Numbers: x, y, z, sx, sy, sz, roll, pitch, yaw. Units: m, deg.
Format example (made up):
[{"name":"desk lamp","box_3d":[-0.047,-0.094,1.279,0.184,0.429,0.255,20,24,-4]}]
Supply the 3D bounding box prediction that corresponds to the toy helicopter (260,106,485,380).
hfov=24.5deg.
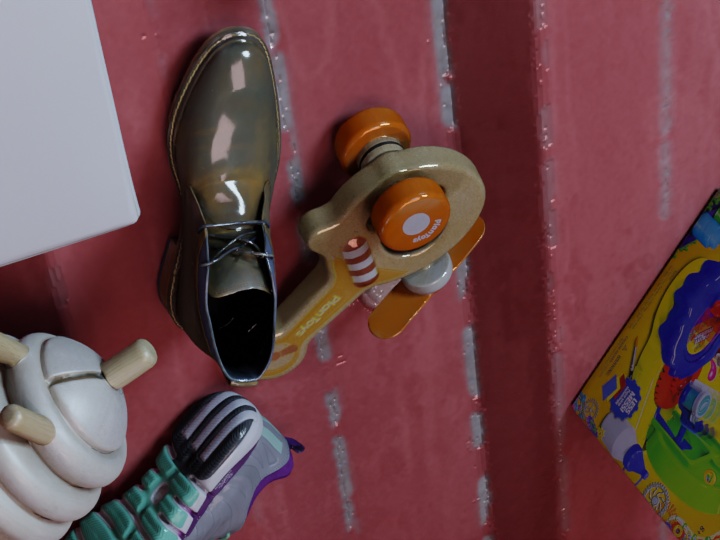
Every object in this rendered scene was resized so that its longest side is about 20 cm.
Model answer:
[{"name":"toy helicopter","box_3d":[0.000,0.000,1.039,0.200,0.079,0.132,-44,141,20]}]

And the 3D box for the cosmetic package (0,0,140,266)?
[{"name":"cosmetic package","box_3d":[-0.196,-0.134,0.736,0.122,0.200,0.201,-19,129,-15]}]

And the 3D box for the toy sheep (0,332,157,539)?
[{"name":"toy sheep","box_3d":[-0.201,0.096,0.945,0.199,0.139,0.138,-27,133,13]}]

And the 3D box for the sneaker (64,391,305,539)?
[{"name":"sneaker","box_3d":[-0.120,0.174,1.085,0.200,0.075,0.087,-45,136,6]}]

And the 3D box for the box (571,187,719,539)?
[{"name":"box","box_3d":[0.286,0.086,1.160,0.121,0.193,0.201,18,112,-36]}]

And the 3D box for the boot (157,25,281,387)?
[{"name":"boot","box_3d":[-0.067,-0.032,0.947,0.074,0.097,0.202,-7,126,-24]}]
